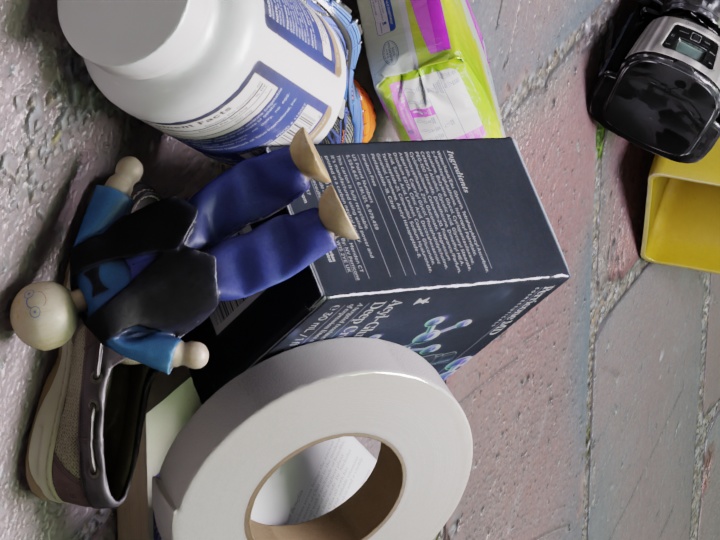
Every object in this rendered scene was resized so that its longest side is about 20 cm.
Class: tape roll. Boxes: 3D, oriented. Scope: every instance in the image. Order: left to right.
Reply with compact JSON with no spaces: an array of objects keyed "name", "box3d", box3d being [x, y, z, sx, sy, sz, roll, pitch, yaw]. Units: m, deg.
[{"name":"tape roll","box3d":[-0.028,0.129,1.546,0.203,0.037,0.203,-16,133,-18]}]

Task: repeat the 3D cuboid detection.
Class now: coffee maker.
[{"name":"coffee maker","box3d":[0.300,-0.200,2.267,0.200,0.135,0.192,-62,155,-27]}]

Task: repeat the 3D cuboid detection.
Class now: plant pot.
[{"name":"plant pot","box3d":[0.385,-0.111,2.412,0.200,0.200,0.176,81,21,-67]}]

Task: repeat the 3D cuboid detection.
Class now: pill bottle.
[{"name":"pill bottle","box3d":[-0.093,-0.131,1.456,0.200,0.111,0.111,28,78,-66]}]

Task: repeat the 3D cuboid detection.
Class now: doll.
[{"name":"doll","box3d":[-0.108,-0.010,1.442,0.136,0.200,0.048,64,1,20]}]

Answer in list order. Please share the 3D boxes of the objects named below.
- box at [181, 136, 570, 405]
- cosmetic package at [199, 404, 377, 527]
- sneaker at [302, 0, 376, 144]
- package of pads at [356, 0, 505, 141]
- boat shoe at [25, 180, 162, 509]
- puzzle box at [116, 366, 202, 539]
[{"name":"box","box3d":[0.000,0.000,1.572,0.200,0.107,0.148,-6,155,-38]},{"name":"cosmetic package","box3d":[-0.039,0.159,1.672,0.200,0.071,0.101,50,58,-46]},{"name":"sneaker","box3d":[-0.040,-0.119,1.632,0.078,0.075,0.200,-60,150,-25]},{"name":"package of pads","box3d":[0.052,-0.141,1.751,0.200,0.068,0.155,61,15,-57]},{"name":"boat shoe","box3d":[-0.143,0.045,1.500,0.072,0.065,0.200,21,83,-65]},{"name":"puzzle box","box3d":[-0.100,0.106,1.680,0.200,0.025,0.133,-40,138,-53]}]
